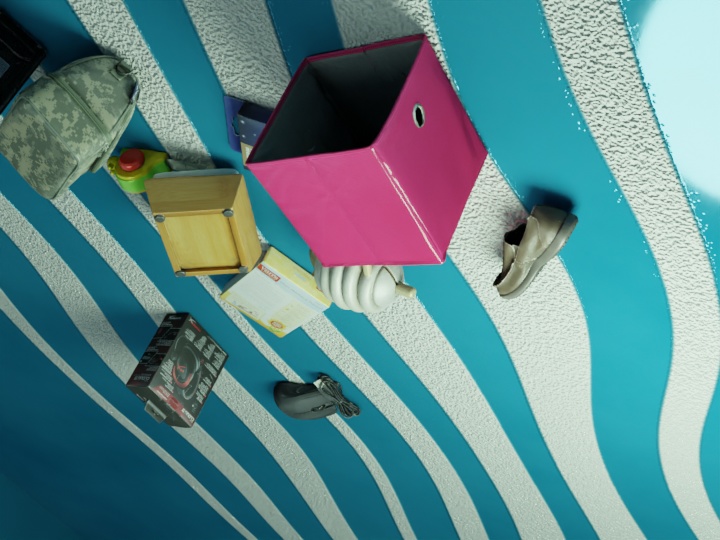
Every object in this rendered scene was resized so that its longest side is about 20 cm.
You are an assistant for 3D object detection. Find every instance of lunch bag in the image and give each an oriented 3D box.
[{"bbox_3d":[-0.421,-0.220,1.470,0.139,0.168,0.200,46,145,-10],"label":"lunch bag"}]

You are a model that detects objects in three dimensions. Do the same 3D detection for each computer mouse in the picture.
[{"bbox_3d":[-0.110,0.273,2.062,0.199,0.053,0.139,-6,137,40],"label":"computer mouse"}]

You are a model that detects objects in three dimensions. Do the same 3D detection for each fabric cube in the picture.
[{"bbox_3d":[0.015,-0.142,1.248,0.198,0.197,0.200,-2,138,36],"label":"fabric cube"}]

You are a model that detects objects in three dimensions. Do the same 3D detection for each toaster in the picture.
[{"bbox_3d":[-0.585,-0.297,1.443,0.118,0.201,0.181,-21,127,44],"label":"toaster"}]

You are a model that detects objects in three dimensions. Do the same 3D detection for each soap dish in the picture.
[{"bbox_3d":[-0.250,-0.071,1.600,0.155,0.082,0.201,-3,143,3],"label":"soap dish"}]

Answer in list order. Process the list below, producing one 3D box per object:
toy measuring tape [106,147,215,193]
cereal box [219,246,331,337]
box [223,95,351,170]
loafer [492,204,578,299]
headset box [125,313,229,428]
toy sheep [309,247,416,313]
[{"bbox_3d":[-0.326,-0.152,1.590,0.198,0.074,0.074,12,146,22],"label":"toy measuring tape"},{"bbox_3d":[-0.150,0.043,1.773,0.143,0.040,0.200,36,146,-16],"label":"cereal box"},{"bbox_3d":[-0.109,-0.176,1.442,0.198,0.033,0.122,20,148,12],"label":"box"},{"bbox_3d":[0.230,-0.033,1.385,0.071,0.073,0.200,36,143,4],"label":"loafer"},{"bbox_3d":[-0.372,0.210,2.017,0.074,0.201,0.149,-3,139,37],"label":"headset box"},{"bbox_3d":[0.000,0.000,1.527,0.199,0.138,0.138,27,153,35],"label":"toy sheep"}]
